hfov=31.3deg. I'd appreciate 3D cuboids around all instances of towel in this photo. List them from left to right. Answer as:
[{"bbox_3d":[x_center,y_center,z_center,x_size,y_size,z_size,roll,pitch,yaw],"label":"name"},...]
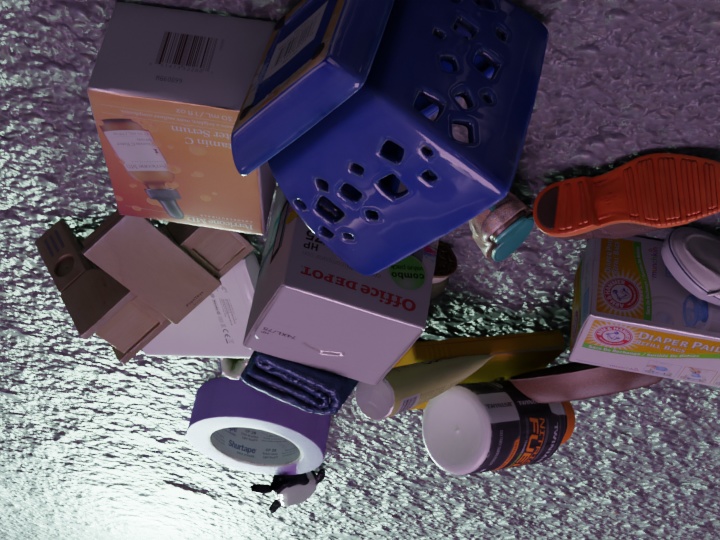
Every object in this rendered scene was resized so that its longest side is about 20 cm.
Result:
[{"bbox_3d":[-0.044,0.081,1.365,0.112,0.200,0.049,25,117,5],"label":"towel"}]

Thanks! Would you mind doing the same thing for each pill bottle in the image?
[{"bbox_3d":[0.175,0.184,1.543,0.106,0.106,0.200,-21,165,41],"label":"pill bottle"}]

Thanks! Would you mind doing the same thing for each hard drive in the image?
[{"bbox_3d":[-0.193,0.042,1.517,0.200,0.027,0.132,-1,118,31],"label":"hard drive"}]

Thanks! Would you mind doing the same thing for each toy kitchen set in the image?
[{"bbox_3d":[-0.267,-0.045,1.428,0.200,0.180,0.163,-41,139,4],"label":"toy kitchen set"}]

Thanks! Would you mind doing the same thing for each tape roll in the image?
[{"bbox_3d":[-0.146,0.226,1.850,0.200,0.066,0.200,8,150,4],"label":"tape roll"}]

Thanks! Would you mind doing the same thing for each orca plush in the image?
[{"bbox_3d":[-0.125,0.321,1.990,0.105,0.071,0.200,-42,162,15],"label":"orca plush"}]

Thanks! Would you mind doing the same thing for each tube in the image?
[{"bbox_3d":[0.069,0.122,1.420,0.058,0.052,0.200,21,-163,32],"label":"tube"}]

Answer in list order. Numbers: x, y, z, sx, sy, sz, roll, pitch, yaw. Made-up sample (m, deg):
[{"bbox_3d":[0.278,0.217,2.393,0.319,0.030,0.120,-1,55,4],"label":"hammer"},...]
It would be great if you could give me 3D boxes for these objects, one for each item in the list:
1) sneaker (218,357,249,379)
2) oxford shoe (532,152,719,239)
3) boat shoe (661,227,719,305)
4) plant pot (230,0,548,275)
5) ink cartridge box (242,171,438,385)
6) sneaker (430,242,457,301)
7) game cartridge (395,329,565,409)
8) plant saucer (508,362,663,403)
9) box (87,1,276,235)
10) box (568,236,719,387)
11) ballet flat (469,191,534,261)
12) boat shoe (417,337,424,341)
[{"bbox_3d":[-0.138,0.063,1.564,0.076,0.077,0.200,12,147,0],"label":"sneaker"},{"bbox_3d":[0.273,-0.068,1.250,0.200,0.071,0.073,-5,167,30],"label":"oxford shoe"},{"bbox_3d":[0.397,0.009,1.271,0.202,0.075,0.086,37,151,12],"label":"boat shoe"},{"bbox_3d":[0.016,-0.142,1.068,0.180,0.200,0.200,33,142,-22],"label":"plant pot"},{"bbox_3d":[-0.013,-0.017,1.272,0.147,0.200,0.146,17,149,-13],"label":"ink cartridge box"},{"bbox_3d":[0.000,0.000,1.424,0.200,0.067,0.090,10,144,-6],"label":"sneaker"},{"bbox_3d":[0.124,0.123,1.565,0.200,0.032,0.176,-1,154,-22],"label":"game cartridge"},{"bbox_3d":[0.272,0.122,1.478,0.200,0.037,0.200,-10,177,-1],"label":"plant saucer"},{"bbox_3d":[-0.156,-0.138,1.205,0.152,0.106,0.200,8,149,4],"label":"box"},{"bbox_3d":[0.329,0.043,1.358,0.200,0.113,0.101,10,148,1],"label":"box"},{"bbox_3d":[0.135,-0.057,1.283,0.067,0.068,0.200,49,179,9],"label":"ballet flat"},{"bbox_3d":[0.030,0.071,1.535,0.070,0.071,0.200,2,157,26],"label":"boat shoe"}]
